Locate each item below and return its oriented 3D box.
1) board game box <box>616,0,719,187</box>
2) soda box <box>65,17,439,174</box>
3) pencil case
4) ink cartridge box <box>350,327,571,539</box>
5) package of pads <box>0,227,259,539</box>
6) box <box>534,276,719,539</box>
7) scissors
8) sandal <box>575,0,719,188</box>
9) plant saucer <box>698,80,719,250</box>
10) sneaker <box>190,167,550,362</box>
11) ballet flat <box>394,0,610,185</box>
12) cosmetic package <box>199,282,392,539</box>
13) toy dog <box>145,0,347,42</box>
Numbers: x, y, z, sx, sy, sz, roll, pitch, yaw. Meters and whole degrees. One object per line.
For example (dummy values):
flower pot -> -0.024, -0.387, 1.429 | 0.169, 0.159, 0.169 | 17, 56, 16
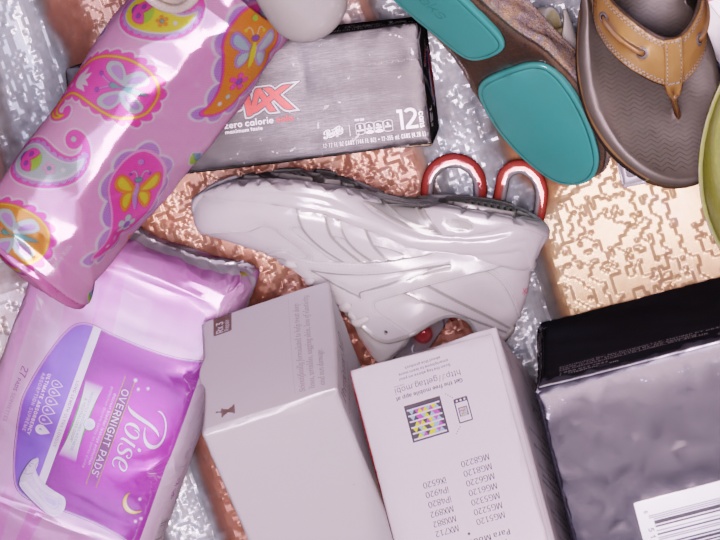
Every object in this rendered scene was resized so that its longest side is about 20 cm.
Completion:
board game box -> 0.183, -0.157, 1.609 | 0.125, 0.035, 0.201 | -12, 100, 7
soda box -> -0.059, -0.095, 1.628 | 0.198, 0.063, 0.071 | -7, 97, 5
pencil case -> -0.125, -0.077, 1.562 | 0.087, 0.087, 0.200 | 37, 96, -1
ink cartridge box -> 0.070, 0.141, 1.560 | 0.083, 0.200, 0.177 | -17, 75, 7
package of pads -> -0.145, 0.070, 1.655 | 0.120, 0.076, 0.201 | 21, 100, 3
box -> 0.174, 0.123, 1.573 | 0.122, 0.198, 0.201 | -14, 98, 5
scissors -> 0.047, 0.028, 1.663 | 0.073, 0.014, 0.201 | 18, 98, 0
sandal -> 0.159, -0.142, 1.561 | 0.081, 0.055, 0.202 | -3, 98, -13
plant saucer -> 0.266, -0.078, 1.584 | 0.199, 0.031, 0.201 | -10, 119, -18
sneaker -> 0.000, 0.000, 1.619 | 0.198, 0.078, 0.100 | 10, 98, 5
ballet flat -> 0.083, -0.131, 1.598 | 0.068, 0.068, 0.200 | -10, 136, 35
cosmetic package -> -0.020, 0.123, 1.602 | 0.081, 0.113, 0.201 | -16, 123, 6
toy dog -> -0.058, -0.220, 1.455 | 0.131, 0.096, 0.201 | 16, 139, 28
